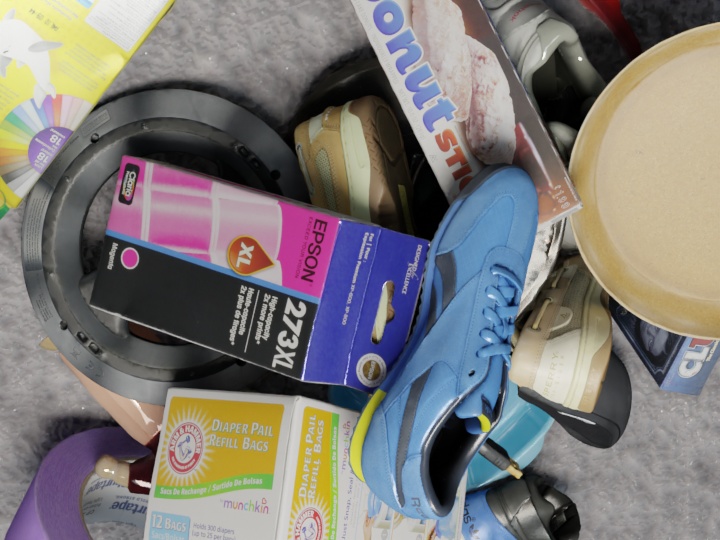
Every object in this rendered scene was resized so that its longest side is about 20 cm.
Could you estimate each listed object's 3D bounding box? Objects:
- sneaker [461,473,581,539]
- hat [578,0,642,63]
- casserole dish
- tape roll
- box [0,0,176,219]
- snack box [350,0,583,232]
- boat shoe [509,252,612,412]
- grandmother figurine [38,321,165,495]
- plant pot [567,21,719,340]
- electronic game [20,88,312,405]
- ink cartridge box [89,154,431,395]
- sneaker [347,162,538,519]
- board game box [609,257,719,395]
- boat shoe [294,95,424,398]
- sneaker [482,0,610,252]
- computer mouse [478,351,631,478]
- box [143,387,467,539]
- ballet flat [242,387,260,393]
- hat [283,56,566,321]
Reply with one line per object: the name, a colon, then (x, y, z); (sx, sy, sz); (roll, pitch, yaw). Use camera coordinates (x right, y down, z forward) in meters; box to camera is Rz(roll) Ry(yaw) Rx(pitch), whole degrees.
sneaker: (0.138, 0.240, 1.016); (0.110, 0.077, 0.201); (-25, 130, 5)
hat: (0.099, -0.175, 0.727); (0.196, 0.167, 0.178); (11, 131, -1)
casserole dish: (0.060, 0.090, 0.940); (0.199, 0.039, 0.121); (37, 107, -29)
tape roll: (-0.145, 0.202, 0.865); (0.198, 0.201, 0.066); (22, 114, -24)
box: (-0.213, -0.128, 0.743); (0.117, 0.049, 0.200); (34, 106, -28)
snack box: (0.059, -0.112, 0.749); (0.071, 0.024, 0.202); (-27, 82, 15)
boat shoe: (0.128, 0.031, 0.825); (0.064, 0.200, 0.073); (13, 111, 5)
grandmother figurine: (-0.132, 0.105, 0.850); (0.121, 0.061, 0.200); (-41, 96, 11)
plant pot: (0.223, -0.054, 0.746); (0.196, 0.028, 0.203); (3, 116, 7)
electronic game: (-0.120, -0.014, 0.794); (0.196, 0.042, 0.204); (0, 95, 1)
ink cartridge box: (-0.063, 0.002, 0.724); (0.197, 0.037, 0.096); (17, 96, 20)
sneaker: (0.064, 0.040, 0.680); (0.065, 0.078, 0.203); (28, 84, -37)
board game box: (0.232, -0.037, 0.843); (0.034, 0.136, 0.202); (10, 118, -20)
boat shoe: (0.000, 0.000, 0.758); (0.075, 0.204, 0.071); (-13, 170, 24)
sneaker: (0.129, -0.083, 0.808); (0.077, 0.099, 0.202); (-33, 124, -8)
computer mouse: (0.141, 0.092, 0.901); (0.199, 0.142, 0.046); (38, 143, -30)
box: (-0.029, 0.143, 0.792); (0.111, 0.103, 0.199); (0, 166, 35)
ballet flat: (-0.059, 0.137, 0.922); (0.198, 0.070, 0.070); (28, 112, -29)
hat: (0.044, -0.047, 0.813); (0.197, 0.081, 0.205); (3, 97, 20)
